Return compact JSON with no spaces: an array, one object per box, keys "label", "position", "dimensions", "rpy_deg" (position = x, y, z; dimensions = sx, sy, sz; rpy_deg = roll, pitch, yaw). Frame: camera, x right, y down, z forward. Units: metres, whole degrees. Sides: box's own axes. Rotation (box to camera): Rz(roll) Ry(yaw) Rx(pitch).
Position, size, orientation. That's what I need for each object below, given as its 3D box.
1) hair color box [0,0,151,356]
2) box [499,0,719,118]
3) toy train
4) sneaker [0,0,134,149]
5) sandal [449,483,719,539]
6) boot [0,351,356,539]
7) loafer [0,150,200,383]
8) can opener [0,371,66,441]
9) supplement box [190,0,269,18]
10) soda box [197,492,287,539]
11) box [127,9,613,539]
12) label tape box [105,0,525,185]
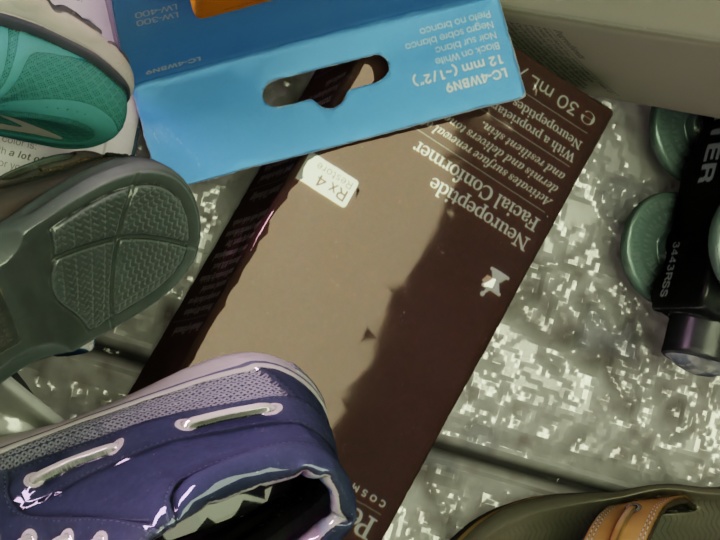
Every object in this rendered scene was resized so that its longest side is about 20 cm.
[{"label":"hair color box","position":[-0.130,-0.076,0.908],"dimensions":[0.100,0.060,0.201],"rpy_deg":[14,82,-18]},{"label":"box","position":[0.130,-0.100,0.917],"dimensions":[0.082,0.199,0.069],"rpy_deg":[36,72,-51]},{"label":"toy train","position":[0.178,-0.046,0.995],"dimensions":[0.114,0.085,0.201],"rpy_deg":[22,77,-28]},{"label":"sneaker","position":[-0.159,-0.051,0.795],"dimensions":[0.199,0.077,0.080],"rpy_deg":[2,72,-43]},{"label":"sandal","position":[0.113,0.125,0.971],"dimensions":[0.199,0.055,0.082],"rpy_deg":[-5,87,-17]},{"label":"boot","position":[-0.099,0.092,0.811],"dimensions":[0.199,0.090,0.073],"rpy_deg":[-28,110,-1]},{"label":"loafer","position":[-0.150,0.013,0.826],"dimensions":[0.199,0.063,0.072],"rpy_deg":[-24,121,-25]},{"label":"can opener","position":[-0.084,0.091,0.902],"dimensions":[0.053,0.067,0.200],"rpy_deg":[-34,121,24]},{"label":"supplement box","position":[-0.045,-0.189,0.774],"dimensions":[0.073,0.126,0.201],"rpy_deg":[-17,91,-4]},{"label":"soda box","position":[-0.085,0.161,0.842],"dimensions":[0.200,0.063,0.070],"rpy_deg":[-35,115,-13]},{"label":"box","position":[0.000,0.000,0.938],"dimensions":[0.100,0.075,0.201],"rpy_deg":[31,79,-13]},{"label":"label tape box","position":[-0.028,-0.143,0.869],"dimensions":[0.143,0.066,0.201],"rpy_deg":[-14,89,-6]}]
